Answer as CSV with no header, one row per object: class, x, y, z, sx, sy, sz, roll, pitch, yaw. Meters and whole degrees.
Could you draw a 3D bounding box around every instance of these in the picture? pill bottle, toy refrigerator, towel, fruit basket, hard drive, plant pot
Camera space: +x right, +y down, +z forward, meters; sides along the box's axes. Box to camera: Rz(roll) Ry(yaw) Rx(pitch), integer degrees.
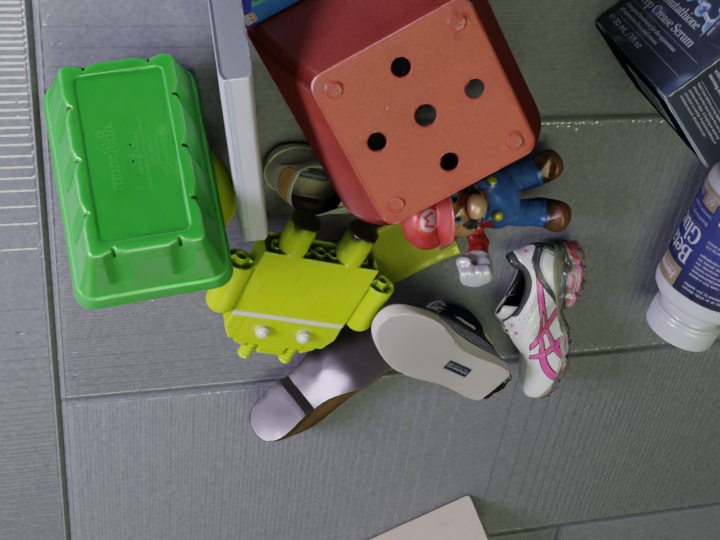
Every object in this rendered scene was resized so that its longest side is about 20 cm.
pill bottle,0.395,-0.011,1.201,0.111,0.111,0.200,5,126,-22
toy refrigerator,0.074,0.383,1.441,0.200,0.076,0.070,-26,131,3
towel,0.000,0.000,1.121,0.200,0.018,0.086,-27,140,13
fruit basket,-0.181,-0.072,0.942,0.155,0.216,0.216,-10,130,-10
hard drive,-0.100,-0.134,0.890,0.027,0.132,0.200,-8,147,-6
plant pot,0.039,-0.150,0.894,0.200,0.176,0.200,-28,112,5

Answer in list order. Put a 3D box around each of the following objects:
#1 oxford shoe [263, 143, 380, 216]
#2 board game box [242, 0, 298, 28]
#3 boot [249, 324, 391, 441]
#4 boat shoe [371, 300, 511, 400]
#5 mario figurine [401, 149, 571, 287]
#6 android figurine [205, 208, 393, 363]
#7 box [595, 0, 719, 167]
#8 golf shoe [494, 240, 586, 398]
oxford shoe,0.006,-0.081,1.054,0.200,0.058,0.075,3,124,-22
board game box,-0.041,-0.305,0.862,0.200,0.045,0.152,-28,131,5
boot,-0.030,0.120,1.215,0.200,0.074,0.075,-36,160,6
boat shoe,0.075,0.067,1.169,0.075,0.093,0.200,-42,132,16
mario figurine,0.127,-0.063,1.038,0.200,0.124,0.106,-14,149,-35
android figurine,-0.063,0.024,1.085,0.182,0.041,0.200,11,133,-27
box,0.345,-0.220,0.990,0.200,0.149,0.107,-37,130,12
golf shoe,0.190,0.055,1.219,0.092,0.073,0.200,-2,119,-9
